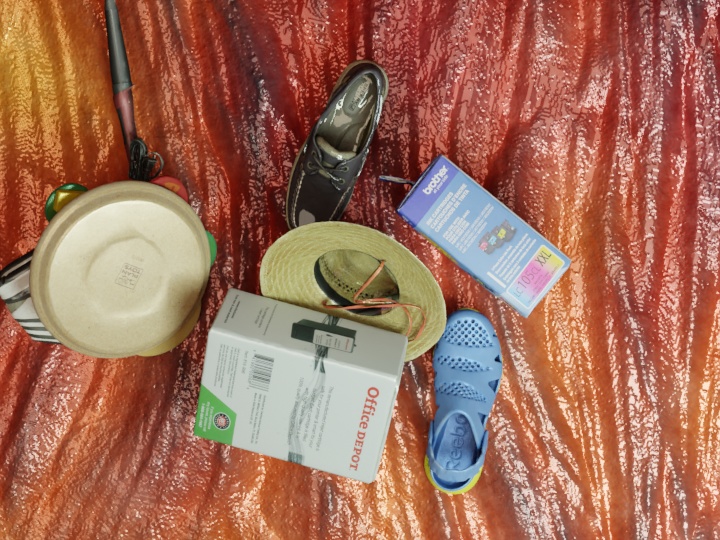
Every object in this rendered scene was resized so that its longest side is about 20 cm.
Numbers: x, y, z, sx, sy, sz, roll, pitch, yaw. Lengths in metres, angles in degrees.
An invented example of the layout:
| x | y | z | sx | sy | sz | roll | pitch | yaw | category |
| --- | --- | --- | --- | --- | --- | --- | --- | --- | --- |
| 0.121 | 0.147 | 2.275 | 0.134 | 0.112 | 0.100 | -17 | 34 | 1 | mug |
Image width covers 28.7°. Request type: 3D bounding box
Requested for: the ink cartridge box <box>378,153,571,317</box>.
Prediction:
| x | y | z | sx | sy | sz | roll | pitch | yaw | category |
| --- | --- | --- | --- | --- | --- | --- | --- | --- | --- |
| 0.108 | -0.046 | 1.424 | 0.200 | 0.136 | 0.076 | 41 | 91 | 0 | ink cartridge box |

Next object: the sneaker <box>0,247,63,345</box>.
| x | y | z | sx | sy | sz | roll | pitch | yaw | category |
| --- | --- | --- | --- | --- | --- | --- | --- | --- | --- |
| -0.281 | 0.007 | 1.504 | 0.199 | 0.076 | 0.116 | -30 | 111 | 1 | sneaker |

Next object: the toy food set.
| x | y | z | sx | sy | sz | roll | pitch | yaw | category |
| --- | --- | --- | --- | --- | --- | --- | --- | --- | --- |
| -0.243 | -0.003 | 1.445 | 0.198 | 0.049 | 0.200 | 5 | 109 | -29 | toy food set |

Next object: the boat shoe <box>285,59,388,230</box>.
| x | y | z | sx | sy | sz | roll | pitch | yaw | category |
| --- | --- | --- | --- | --- | --- | --- | --- | --- | --- |
| -0.027 | -0.124 | 1.463 | 0.071 | 0.065 | 0.202 | 25 | 97 | 0 | boat shoe |

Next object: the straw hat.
| x | y | z | sx | sy | sz | roll | pitch | yaw | category |
| --- | --- | --- | --- | --- | --- | --- | --- | --- | --- |
| 0.000 | 0.000 | 1.457 | 0.199 | 0.086 | 0.202 | 9 | 134 | 9 | straw hat |

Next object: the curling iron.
| x | y | z | sx | sy | sz | roll | pitch | yaw | category |
| --- | --- | --- | --- | --- | --- | --- | --- | --- | --- |
| -0.244 | -0.188 | 1.491 | 0.049 | 0.025 | 0.202 | -10 | 91 | 42 | curling iron |

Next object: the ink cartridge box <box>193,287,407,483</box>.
| x | y | z | sx | sy | sz | roll | pitch | yaw | category |
| --- | --- | --- | --- | --- | --- | --- | --- | --- | --- |
| -0.061 | 0.120 | 1.454 | 0.198 | 0.083 | 0.148 | 16 | 124 | 3 | ink cartridge box |

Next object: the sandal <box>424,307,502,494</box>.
| x | y | z | sx | sy | sz | roll | pitch | yaw | category |
| --- | --- | --- | --- | --- | --- | --- | --- | --- | --- |
| 0.107 | 0.141 | 1.468 | 0.079 | 0.087 | 0.202 | 3 | 94 | 6 | sandal |
